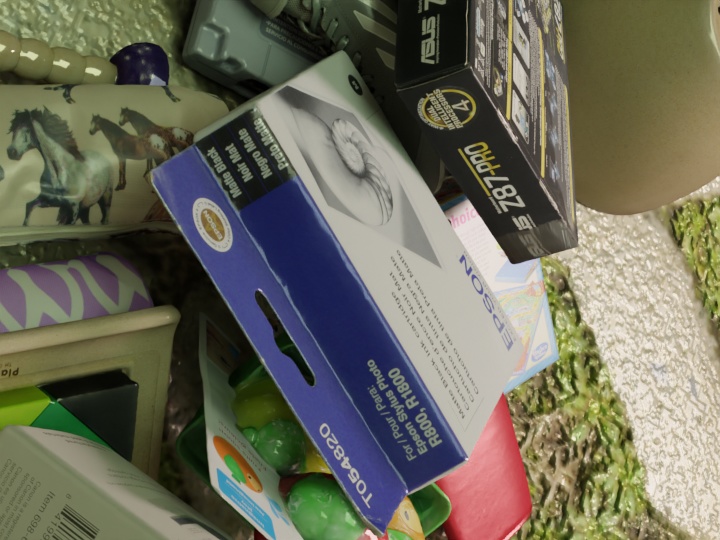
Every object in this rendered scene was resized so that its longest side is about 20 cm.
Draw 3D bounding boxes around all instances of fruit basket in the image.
[{"bbox_3d":[-0.012,0.115,0.749,0.094,0.200,0.185,-41,109,1],"label":"fruit basket"}]

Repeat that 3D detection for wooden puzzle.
[{"bbox_3d":[-0.167,0.117,0.697,0.184,0.037,0.201,-10,122,-39],"label":"wooden puzzle"}]

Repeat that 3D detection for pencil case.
[{"bbox_3d":[-0.150,-0.046,0.752,0.199,0.078,0.090,-4,73,-25],"label":"pencil case"},{"bbox_3d":[-0.189,0.046,0.726,0.199,0.085,0.085,-14,98,-39],"label":"pencil case"}]

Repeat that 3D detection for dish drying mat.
[{"bbox_3d":[0.054,0.076,0.901,0.077,0.018,0.201,-35,117,-35],"label":"dish drying mat"}]

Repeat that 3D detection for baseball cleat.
[{"bbox_3d":[-0.012,-0.134,0.870,0.106,0.070,0.201,-11,85,-24],"label":"baseball cleat"}]

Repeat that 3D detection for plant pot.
[{"bbox_3d":[0.215,-0.146,1.034,0.199,0.134,0.202,7,79,-37],"label":"plant pot"}]

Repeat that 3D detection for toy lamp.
[{"bbox_3d":[-0.194,-0.112,0.767,0.199,0.058,0.059,14,75,-37],"label":"toy lamp"}]

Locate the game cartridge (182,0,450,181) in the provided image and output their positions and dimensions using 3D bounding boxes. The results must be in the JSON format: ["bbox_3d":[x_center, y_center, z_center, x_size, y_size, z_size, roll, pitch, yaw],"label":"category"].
[{"bbox_3d":[-0.008,-0.146,0.927,0.199,0.041,0.134,25,72,-32],"label":"game cartridge"}]

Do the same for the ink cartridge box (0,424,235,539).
[{"bbox_3d":[-0.090,0.177,0.626,0.146,0.199,0.085,-60,151,1],"label":"ink cartridge box"}]

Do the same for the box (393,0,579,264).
[{"bbox_3d":[0.075,-0.131,0.877,0.161,0.049,0.201,49,33,-44],"label":"box"}]

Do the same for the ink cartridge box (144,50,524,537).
[{"bbox_3d":[0.000,0.000,0.754,0.200,0.040,0.200,58,25,-8],"label":"ink cartridge box"}]

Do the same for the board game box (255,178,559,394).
[{"bbox_3d":[0.032,0.030,0.910,0.199,0.034,0.135,-27,113,-37],"label":"board game box"}]
